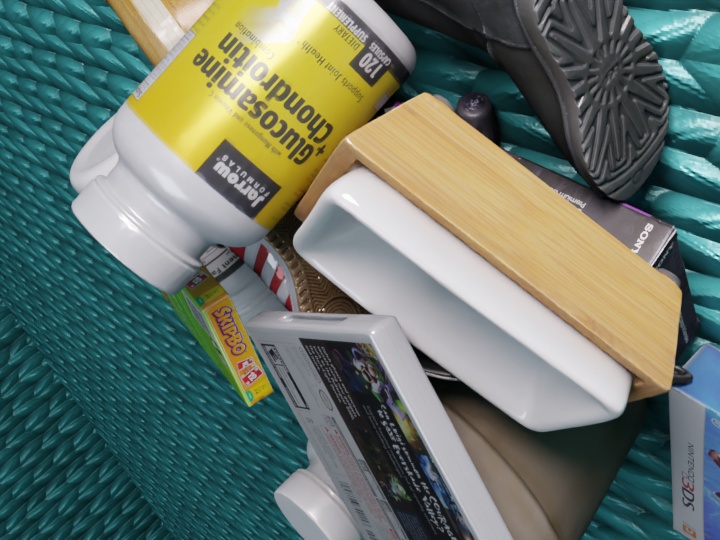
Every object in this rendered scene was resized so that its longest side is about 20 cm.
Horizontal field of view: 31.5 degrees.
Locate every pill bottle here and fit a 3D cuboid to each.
[{"bbox_3d":[-0.135,-0.044,1.065,0.200,0.116,0.116,49,161,-26],"label":"pill bottle"},{"bbox_3d":[-0.070,-0.086,0.738,0.112,0.200,0.112,42,-177,-3],"label":"pill bottle"},{"bbox_3d":[0.026,0.150,1.079,0.112,0.200,0.112,41,159,20],"label":"pill bottle"}]

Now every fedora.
[{"bbox_3d":[-0.117,-0.173,0.933,0.201,0.082,0.201,55,180,0],"label":"fedora"}]

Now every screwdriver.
[{"bbox_3d":[0.087,-0.054,0.870,0.028,0.029,0.200,37,165,27],"label":"screwdriver"}]

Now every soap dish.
[{"bbox_3d":[0.065,-0.001,0.687,0.200,0.081,0.157,38,165,-2],"label":"soap dish"}]

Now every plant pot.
[{"bbox_3d":[0.103,0.120,0.907,0.200,0.174,0.200,40,156,23],"label":"plant pot"}]

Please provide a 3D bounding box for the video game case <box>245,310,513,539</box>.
[{"bbox_3d":[0.016,0.115,0.805,0.182,0.023,0.200,-1,120,62],"label":"video game case"}]

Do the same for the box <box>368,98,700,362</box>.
[{"bbox_3d":[0.104,-0.024,0.773,0.200,0.036,0.143,27,168,29],"label":"box"}]

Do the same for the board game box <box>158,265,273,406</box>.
[{"bbox_3d":[-0.130,0.011,0.939,0.200,0.030,0.096,40,157,48],"label":"board game box"}]

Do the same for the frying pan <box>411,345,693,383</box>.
[{"bbox_3d":[0.095,0.044,0.786,0.190,0.115,0.031,24,128,35],"label":"frying pan"}]

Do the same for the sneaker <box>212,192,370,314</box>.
[{"bbox_3d":[-0.058,-0.013,0.882,0.112,0.071,0.200,5,132,58],"label":"sneaker"}]

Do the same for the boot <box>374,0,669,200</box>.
[{"bbox_3d":[0.063,-0.132,0.700,0.200,0.066,0.165,29,158,45],"label":"boot"}]

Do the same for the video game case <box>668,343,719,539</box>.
[{"bbox_3d":[0.286,0.159,0.796,0.200,0.045,0.181,33,155,35],"label":"video game case"}]
